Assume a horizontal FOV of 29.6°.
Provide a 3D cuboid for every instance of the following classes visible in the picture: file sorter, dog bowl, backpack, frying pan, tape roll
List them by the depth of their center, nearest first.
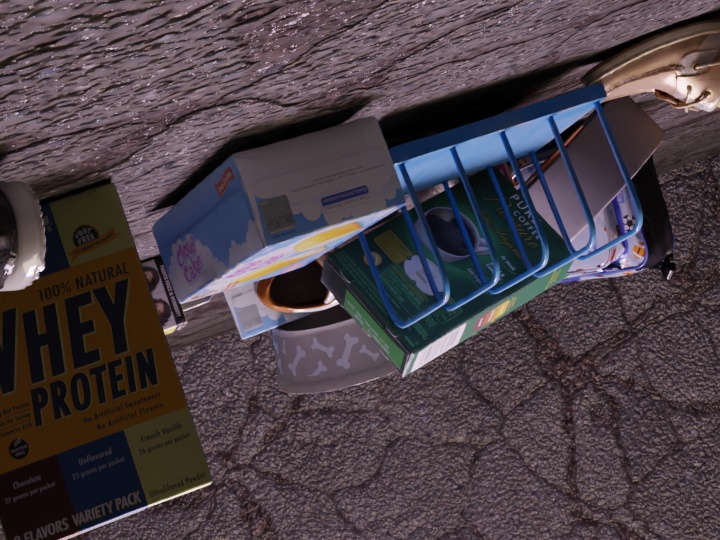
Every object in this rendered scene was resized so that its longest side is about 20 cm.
[{"bbox_3d":[0.107,-0.048,1.105,0.198,0.124,0.139,-18,172,-22],"label":"file sorter"},{"bbox_3d":[0.040,-0.100,1.163,0.187,0.031,0.115,-16,177,-14],"label":"frying pan"},{"bbox_3d":[0.002,0.054,1.342,0.197,0.059,0.200,-19,-169,4],"label":"dog bowl"},{"bbox_3d":[0.208,-0.085,1.345,0.200,0.066,0.200,-46,180,0],"label":"tape roll"},{"bbox_3d":[0.251,-0.070,1.595,0.153,0.203,0.189,-10,177,-43],"label":"backpack"}]

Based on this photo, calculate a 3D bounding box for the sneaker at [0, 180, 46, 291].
[{"bbox_3d":[-0.257,0.002,0.739,0.099,0.071,0.199,-8,165,-42],"label":"sneaker"}]

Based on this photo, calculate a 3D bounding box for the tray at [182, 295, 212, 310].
[{"bbox_3d":[-0.205,0.026,1.473,0.106,0.022,0.200,-21,-172,3],"label":"tray"}]

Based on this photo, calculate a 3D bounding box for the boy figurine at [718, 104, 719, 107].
[{"bbox_3d":[0.353,-0.188,1.261,0.123,0.065,0.200,-21,177,17],"label":"boy figurine"}]

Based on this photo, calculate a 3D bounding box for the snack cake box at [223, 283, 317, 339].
[{"bbox_3d":[-0.070,0.000,1.395,0.114,0.068,0.200,-21,-171,6],"label":"snack cake box"}]

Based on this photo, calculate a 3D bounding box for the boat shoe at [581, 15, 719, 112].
[{"bbox_3d":[0.281,-0.166,1.119,0.197,0.070,0.074,-18,178,-7],"label":"boat shoe"}]

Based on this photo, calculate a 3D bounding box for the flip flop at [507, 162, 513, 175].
[{"bbox_3d":[0.125,-0.061,1.477,0.080,0.058,0.201,-11,-148,25],"label":"flip flop"}]

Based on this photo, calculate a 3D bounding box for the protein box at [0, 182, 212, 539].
[{"bbox_3d":[-0.202,0.072,0.938,0.133,0.203,0.198,-19,177,-13],"label":"protein box"}]

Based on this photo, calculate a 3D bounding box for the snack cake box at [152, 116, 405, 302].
[{"bbox_3d":[-0.065,-0.040,0.996,0.114,0.068,0.200,-19,176,-26],"label":"snack cake box"}]

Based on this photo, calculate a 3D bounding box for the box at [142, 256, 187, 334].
[{"bbox_3d":[-0.274,0.052,1.325,0.197,0.076,0.050,-18,174,-17],"label":"box"}]

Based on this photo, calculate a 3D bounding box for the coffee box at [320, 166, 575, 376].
[{"bbox_3d":[0.079,-0.003,1.191,0.199,0.123,0.044,-30,155,-28],"label":"coffee box"}]

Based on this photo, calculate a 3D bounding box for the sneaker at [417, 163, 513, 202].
[{"bbox_3d":[0.096,-0.080,1.358,0.098,0.076,0.200,-22,176,14],"label":"sneaker"}]

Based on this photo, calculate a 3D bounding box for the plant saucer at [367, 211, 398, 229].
[{"bbox_3d":[-0.044,-0.042,1.241,0.197,0.035,0.200,-19,-173,2],"label":"plant saucer"}]

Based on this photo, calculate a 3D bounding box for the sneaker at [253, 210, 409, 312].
[{"bbox_3d":[0.000,0.000,1.252,0.197,0.074,0.085,-19,-170,-4],"label":"sneaker"}]
